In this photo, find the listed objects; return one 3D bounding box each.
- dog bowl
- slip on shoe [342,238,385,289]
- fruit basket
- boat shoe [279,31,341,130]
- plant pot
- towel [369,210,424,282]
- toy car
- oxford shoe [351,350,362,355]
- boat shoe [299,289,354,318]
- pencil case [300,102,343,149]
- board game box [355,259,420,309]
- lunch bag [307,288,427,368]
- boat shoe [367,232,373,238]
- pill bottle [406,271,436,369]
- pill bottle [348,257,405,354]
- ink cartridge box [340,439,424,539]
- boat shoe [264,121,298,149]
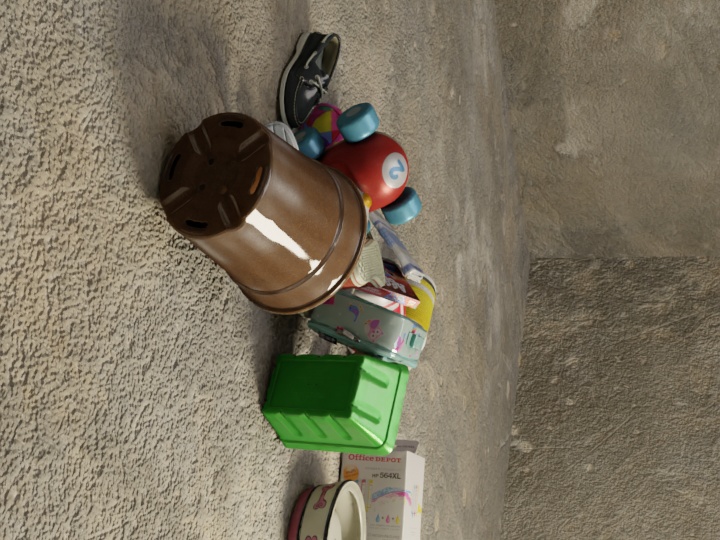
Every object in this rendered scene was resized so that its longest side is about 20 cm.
[{"bbox_3d":[-0.053,0.431,1.430,0.200,0.073,0.204,0,90,-73],"label":"dog bowl"},{"bbox_3d":[-0.005,-0.005,1.331,0.200,0.060,0.075,-12,90,-75],"label":"slip on shoe"},{"bbox_3d":[-0.015,0.194,1.331,0.216,0.212,0.158,58,41,-58],"label":"fruit basket"},{"bbox_3d":[-0.076,-0.297,1.398,0.076,0.059,0.202,64,31,-53],"label":"boat shoe"},{"bbox_3d":[-0.121,-0.073,1.073,0.198,0.198,0.203,36,55,-58],"label":"plant pot"},{"bbox_3d":[0.039,-0.066,1.555,0.201,0.024,0.147,55,6,9],"label":"towel"},{"bbox_3d":[-0.016,-0.102,1.308,0.186,0.175,0.201,60,20,-28],"label":"toy car"},{"bbox_3d":[-0.021,0.173,1.486,0.200,0.070,0.076,-50,134,-40],"label":"oxford shoe"},{"bbox_3d":[-0.065,0.032,1.411,0.073,0.060,0.201,-65,162,9],"label":"boat shoe"},{"bbox_3d":[-0.036,-0.207,1.495,0.200,0.087,0.090,28,63,-67],"label":"pencil case"},{"bbox_3d":[0.000,0.000,1.443,0.198,0.020,0.103,19,27,-37],"label":"board game box"},{"bbox_3d":[0.017,0.089,1.354,0.078,0.159,0.200,-67,162,-2],"label":"lunch bag"},{"bbox_3d":[-0.002,-0.051,1.620,0.077,0.071,0.202,-90,169,-54],"label":"boat shoe"},{"bbox_3d":[0.083,0.101,1.800,0.202,0.110,0.112,-74,156,-43],"label":"pill bottle"},{"bbox_3d":[0.025,0.086,1.604,0.113,0.110,0.202,-68,159,-50],"label":"pill bottle"},{"bbox_3d":[0.037,0.400,1.624,0.125,0.127,0.203,43,49,-66],"label":"ink cartridge box"},{"bbox_3d":[-0.117,-0.106,1.261,0.062,0.071,0.203,-111,-162,-73],"label":"boat shoe"}]
